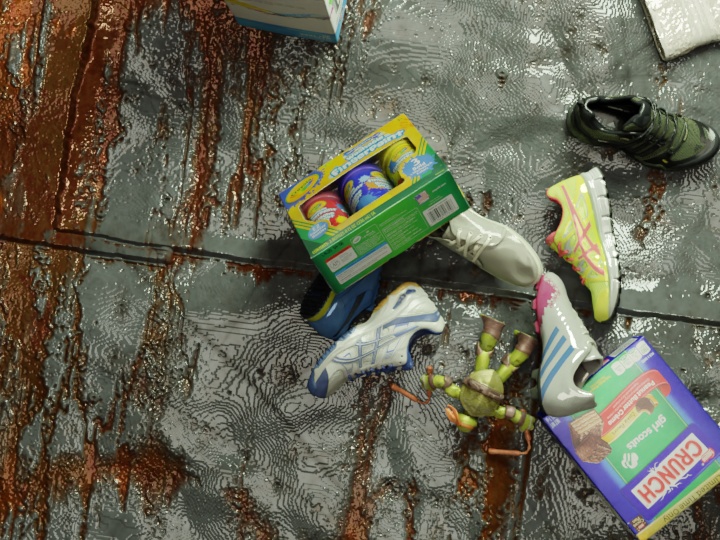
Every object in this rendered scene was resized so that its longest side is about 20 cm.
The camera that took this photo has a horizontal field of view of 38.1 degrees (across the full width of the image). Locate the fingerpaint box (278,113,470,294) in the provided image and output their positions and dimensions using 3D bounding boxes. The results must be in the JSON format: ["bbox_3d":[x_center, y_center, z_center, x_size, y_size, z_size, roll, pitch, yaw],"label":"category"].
[{"bbox_3d":[0.012,-0.089,1.319,0.200,0.167,0.073,-32,127,3],"label":"fingerpaint box"}]

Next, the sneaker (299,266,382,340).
[{"bbox_3d":[0.000,0.000,1.377,0.078,0.066,0.201,37,78,-30],"label":"sneaker"}]

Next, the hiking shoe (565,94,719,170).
[{"bbox_3d":[0.365,-0.178,1.332,0.199,0.101,0.076,12,88,5],"label":"hiking shoe"}]

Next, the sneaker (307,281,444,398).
[{"bbox_3d":[0.021,0.107,1.351,0.200,0.075,0.088,-42,79,2],"label":"sneaker"}]

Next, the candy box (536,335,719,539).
[{"bbox_3d":[0.352,0.213,1.323,0.169,0.077,0.200,-39,85,2],"label":"candy box"}]

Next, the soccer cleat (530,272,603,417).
[{"bbox_3d":[0.263,0.091,1.310,0.086,0.070,0.201,-10,56,24],"label":"soccer cleat"}]

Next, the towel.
[{"bbox_3d":[0.430,-0.390,1.373,0.132,0.034,0.201,-19,86,4],"label":"towel"}]

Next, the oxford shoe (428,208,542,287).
[{"bbox_3d":[0.145,-0.040,1.349,0.200,0.058,0.075,38,127,10],"label":"oxford shoe"}]

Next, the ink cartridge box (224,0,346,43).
[{"bbox_3d":[-0.092,-0.398,1.328,0.145,0.200,0.147,12,88,5],"label":"ink cartridge box"}]

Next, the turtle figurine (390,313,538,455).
[{"bbox_3d":[0.152,0.142,1.347,0.199,0.064,0.162,25,89,5],"label":"turtle figurine"}]

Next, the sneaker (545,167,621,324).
[{"bbox_3d":[0.287,-0.027,1.349,0.090,0.078,0.201,-10,80,12],"label":"sneaker"}]
